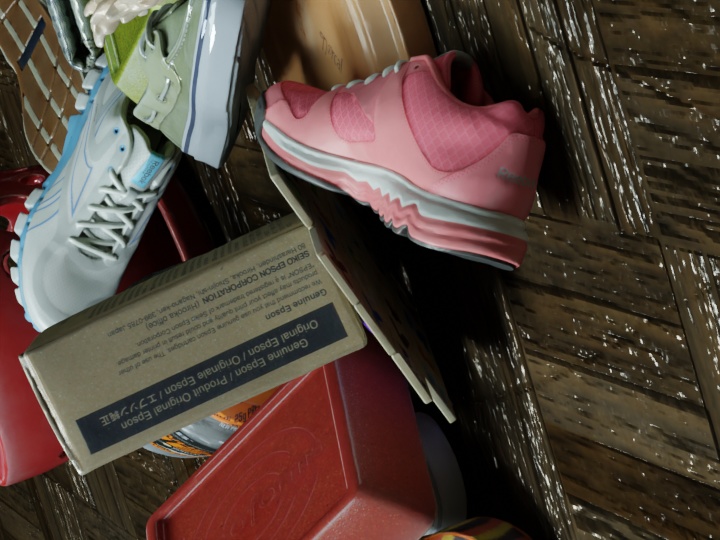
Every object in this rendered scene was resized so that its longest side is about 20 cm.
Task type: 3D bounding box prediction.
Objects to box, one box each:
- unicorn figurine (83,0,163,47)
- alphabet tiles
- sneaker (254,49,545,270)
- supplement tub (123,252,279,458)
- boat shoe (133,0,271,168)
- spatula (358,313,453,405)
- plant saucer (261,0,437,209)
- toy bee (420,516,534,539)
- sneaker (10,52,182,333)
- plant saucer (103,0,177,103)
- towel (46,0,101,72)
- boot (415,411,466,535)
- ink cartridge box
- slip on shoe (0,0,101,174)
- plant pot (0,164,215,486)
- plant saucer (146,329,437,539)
[{"bbox_3d":[-0.090,-0.221,1.550,0.137,0.074,0.200,149,126,-64],"label":"unicorn figurine"},{"bbox_3d":[-0.005,-0.010,1.535,0.167,0.006,0.200,54,-173,-23],"label":"alphabet tiles"},{"bbox_3d":[0.026,-0.068,1.426,0.200,0.074,0.087,30,101,50],"label":"sneaker"},{"bbox_3d":[-0.085,0.051,1.800,0.123,0.122,0.200,69,163,-1],"label":"supplement tub"},{"bbox_3d":[-0.089,-0.111,1.581,0.200,0.062,0.072,108,-179,-66],"label":"boat shoe"},{"bbox_3d":[0.000,0.000,1.648,0.057,0.021,0.200,47,-167,-52],"label":"spatula"},{"bbox_3d":[-0.014,-0.122,1.546,0.200,0.032,0.200,55,158,35],"label":"plant saucer"},{"bbox_3d":[0.008,0.175,1.612,0.109,0.200,0.131,61,-164,8],"label":"toy bee"},{"bbox_3d":[-0.155,-0.052,1.848,0.087,0.075,0.200,-4,67,60],"label":"sneaker"},{"bbox_3d":[-0.126,-0.195,1.715,0.200,0.048,0.200,134,122,-71],"label":"plant saucer"},{"bbox_3d":[-0.194,-0.241,1.875,0.193,0.034,0.200,-100,-6,-72],"label":"towel"},{"bbox_3d":[-0.006,0.142,1.714,0.074,0.095,0.200,65,162,12],"label":"boot"},{"bbox_3d":[-0.087,0.035,1.591,0.200,0.165,0.075,-123,8,-86],"label":"ink cartridge box"},{"bbox_3d":[-0.192,-0.128,1.974,0.076,0.061,0.200,-57,40,23],"label":"slip on shoe"},{"bbox_3d":[-0.195,0.020,1.988,0.201,0.182,0.201,54,157,36],"label":"plant pot"},{"bbox_3d":[-0.049,0.136,1.617,0.037,0.200,0.200,37,-162,-23],"label":"plant saucer"}]
